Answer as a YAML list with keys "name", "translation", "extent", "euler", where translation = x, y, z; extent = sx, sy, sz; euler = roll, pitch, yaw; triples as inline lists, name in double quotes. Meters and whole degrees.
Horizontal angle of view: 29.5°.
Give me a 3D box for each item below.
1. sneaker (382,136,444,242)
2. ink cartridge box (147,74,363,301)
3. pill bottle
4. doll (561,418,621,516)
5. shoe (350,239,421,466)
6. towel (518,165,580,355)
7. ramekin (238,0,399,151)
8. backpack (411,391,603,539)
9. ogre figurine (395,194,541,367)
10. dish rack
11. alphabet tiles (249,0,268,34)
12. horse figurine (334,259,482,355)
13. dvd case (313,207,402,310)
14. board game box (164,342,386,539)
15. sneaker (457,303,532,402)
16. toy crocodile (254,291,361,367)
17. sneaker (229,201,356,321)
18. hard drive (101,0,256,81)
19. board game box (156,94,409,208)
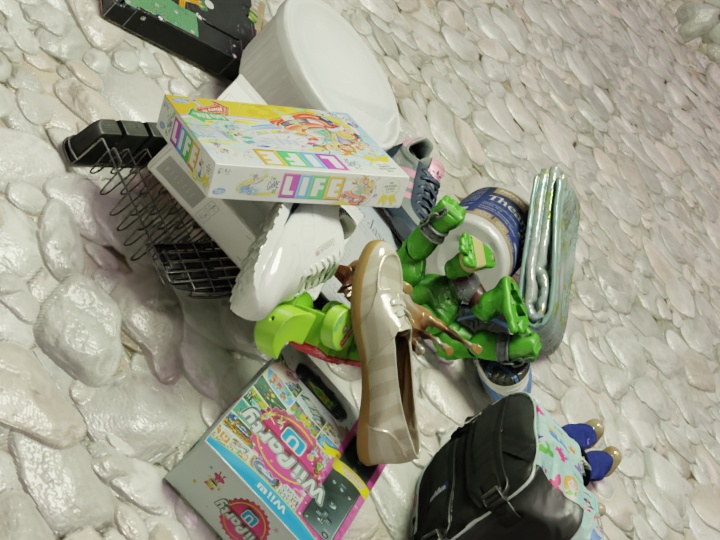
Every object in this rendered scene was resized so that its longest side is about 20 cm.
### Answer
- name: "sneaker"
  translation: [0.066, -0.095, 1.626]
  extent: [0.070, 0.082, 0.201]
  euler: [46, 16, -36]
- name: "ink cartridge box"
  translation: [-0.097, -0.076, 1.347]
  extent: [0.200, 0.045, 0.177]
  euler: [48, 31, -11]
- name: "pill bottle"
  translation: [0.158, -0.041, 1.696]
  extent: [0.111, 0.111, 0.200]
  euler: [50, 29, 0]
- name: "doll"
  translation: [0.239, 0.224, 1.575]
  extent: [0.199, 0.048, 0.137]
  euler: [-5, 60, -56]
- name: "shoe"
  translation: [0.028, 0.074, 1.224]
  extent: [0.070, 0.053, 0.203]
  euler: [-2, 91, -63]
- name: "towel"
  translation: [0.235, -0.009, 1.685]
  extent: [0.171, 0.047, 0.203]
  euler: [43, 55, -68]
- name: "ramekin"
  translation: [-0.051, -0.201, 1.539]
  extent: [0.202, 0.094, 0.204]
  euler: [41, 31, -31]
- name: "backpack"
  translation: [0.138, 0.221, 1.313]
  extent: [0.150, 0.177, 0.201]
  euler: [43, 20, -19]
- name: "ogre figurine"
  translation: [0.105, 0.027, 1.500]
  extent: [0.200, 0.119, 0.099]
  euler: [44, 39, -29]
- name: "dish rack"
  translation: [-0.182, -0.056, 1.306]
  extent: [0.153, 0.054, 0.202]
  euler: [-5, 63, -55]
- name: "alphabet tiles"
  translation: [-0.174, -0.321, 1.659]
  extent: [0.199, 0.008, 0.168]
  euler: [36, 32, -24]
- name: "horse figurine"
  translation: [0.033, 0.037, 1.365]
  extent: [0.200, 0.050, 0.132]
  euler: [37, -7, -41]
- name: "dvd case"
  translation: [0.000, 0.000, 1.489]
  extent: [0.143, 0.017, 0.201]
  euler: [49, 32, -24]
- name: "board game box"
  translation: [-0.064, 0.171, 1.202]
  extent: [0.148, 0.064, 0.200]
  euler: [47, 30, -4]
- name: "sneaker"
  translation: [0.158, 0.096, 1.603]
  extent: [0.201, 0.075, 0.078]
  euler: [-92, 171, -58]
- name: "toy crocodile"
  translation: [-0.026, 0.061, 1.264]
  extent: [0.067, 0.063, 0.199]
  euler: [19, 0, 29]
- name: "sneaker"
  translation: [-0.056, -0.015, 1.222]
  extent: [0.080, 0.076, 0.201]
  euler: [36, 36, -9]
- name: "hard drive"
  translation: [-0.206, -0.305, 1.555]
  extent: [0.199, 0.038, 0.141]
  euler: [23, 44, -39]
- name: "board game box"
  translation: [-0.071, -0.108, 1.251]
  extent: [0.198, 0.035, 0.135]
  euler: [1, 31, -32]
